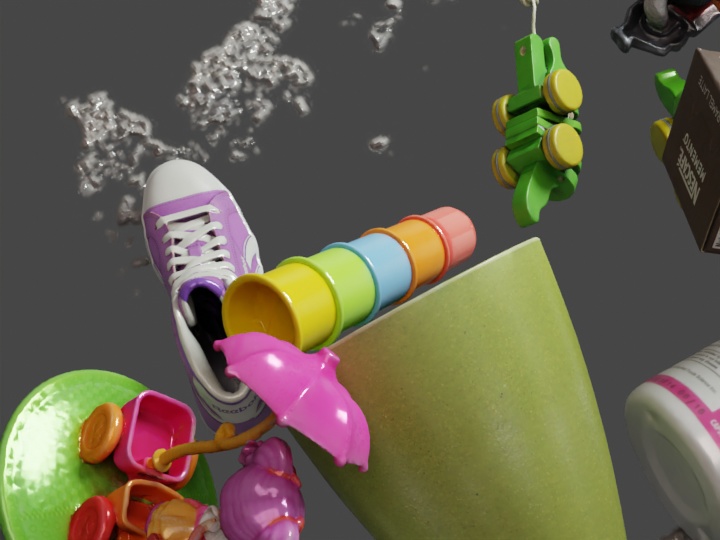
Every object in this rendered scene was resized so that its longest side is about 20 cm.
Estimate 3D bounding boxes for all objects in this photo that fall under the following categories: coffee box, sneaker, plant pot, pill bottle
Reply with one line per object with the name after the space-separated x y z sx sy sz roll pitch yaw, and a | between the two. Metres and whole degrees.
0.295 -0.060 0.774 0.198 0.080 0.115 8 33 -6 | coffee box
-0.096 0.001 0.821 0.072 0.114 0.202 -19 68 -6 | sneaker
0.070 0.113 0.757 0.186 0.187 0.201 -28 86 -10 | plant pot
0.273 0.077 0.788 0.199 0.114 0.114 -28 71 -10 | pill bottle

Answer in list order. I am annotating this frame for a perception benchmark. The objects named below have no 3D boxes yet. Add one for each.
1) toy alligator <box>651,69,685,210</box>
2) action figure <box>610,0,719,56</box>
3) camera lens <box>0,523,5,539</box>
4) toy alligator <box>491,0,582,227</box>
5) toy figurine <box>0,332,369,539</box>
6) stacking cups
0.248 -0.058 0.865 0.059 0.054 0.201 -18 70 -6 | toy alligator
0.276 -0.226 0.907 0.193 0.105 0.200 32 67 26 | action figure
-0.270 0.224 0.708 0.199 0.160 0.161 -19 70 -7 | camera lens
0.130 -0.118 0.901 0.054 0.059 0.201 22 61 -37 | toy alligator
-0.078 0.114 0.660 0.150 0.184 0.201 29 47 -35 | toy figurine
0.000 0.000 0.801 0.060 0.061 0.200 43 39 15 | stacking cups
